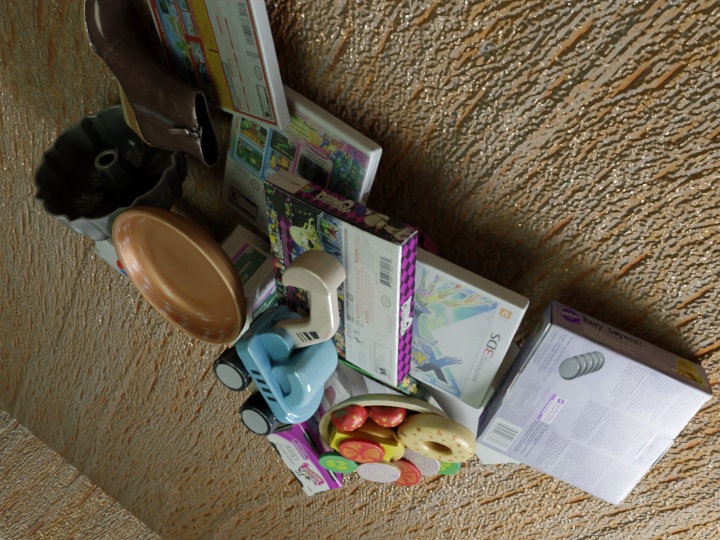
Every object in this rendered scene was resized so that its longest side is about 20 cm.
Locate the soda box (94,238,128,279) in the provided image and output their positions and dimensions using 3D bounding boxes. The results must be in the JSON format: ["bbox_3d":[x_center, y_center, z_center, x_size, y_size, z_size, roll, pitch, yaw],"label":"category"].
[{"bbox_3d":[-0.336,-0.004,1.153,0.199,0.068,0.064,38,143,0],"label":"soda box"}]

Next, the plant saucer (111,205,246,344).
[{"bbox_3d":[-0.212,0.003,0.848,0.198,0.038,0.202,25,140,22],"label":"plant saucer"}]

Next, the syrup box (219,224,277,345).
[{"bbox_3d":[-0.154,0.035,0.952,0.081,0.079,0.201,33,153,11],"label":"syrup box"}]

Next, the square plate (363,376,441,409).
[{"bbox_3d":[0.070,0.176,1.038,0.198,0.029,0.200,1,129,40],"label":"square plate"}]

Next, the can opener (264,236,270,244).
[{"bbox_3d":[-0.108,-0.032,0.939,0.079,0.064,0.199,46,142,-11],"label":"can opener"}]

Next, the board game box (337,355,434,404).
[{"bbox_3d":[0.032,0.136,0.907,0.104,0.024,0.200,25,171,22],"label":"board game box"}]

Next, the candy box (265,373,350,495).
[{"bbox_3d":[-0.072,0.206,1.044,0.060,0.201,0.137,-19,119,17],"label":"candy box"}]

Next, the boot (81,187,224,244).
[{"bbox_3d":[-0.297,-0.046,0.984,0.198,0.175,0.067,28,102,-8],"label":"boot"}]

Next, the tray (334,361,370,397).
[{"bbox_3d":[-0.034,0.120,1.021,0.107,0.022,0.201,42,159,47],"label":"tray"}]

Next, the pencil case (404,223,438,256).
[{"bbox_3d":[0.000,0.000,0.864,0.199,0.091,0.094,-19,119,45],"label":"pencil case"}]

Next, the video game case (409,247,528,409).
[{"bbox_3d":[0.068,0.055,0.785,0.198,0.022,0.184,26,137,14],"label":"video game case"}]

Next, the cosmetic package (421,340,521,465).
[{"bbox_3d":[0.156,0.147,0.888,0.107,0.085,0.201,-16,119,46],"label":"cosmetic package"}]

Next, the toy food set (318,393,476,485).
[{"bbox_3d":[0.042,0.225,0.915,0.197,0.049,0.199,13,141,-5],"label":"toy food set"}]

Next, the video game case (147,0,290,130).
[{"bbox_3d":[-0.158,-0.240,0.759,0.199,0.017,0.144,26,140,37],"label":"video game case"}]

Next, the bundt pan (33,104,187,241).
[{"bbox_3d":[-0.314,-0.122,0.920,0.200,0.203,0.076,18,153,24],"label":"bundt pan"}]

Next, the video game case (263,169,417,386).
[{"bbox_3d":[-0.023,0.010,0.763,0.180,0.036,0.202,26,137,29],"label":"video game case"}]

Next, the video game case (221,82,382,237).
[{"bbox_3d":[-0.076,-0.107,0.803,0.199,0.024,0.183,37,131,23],"label":"video game case"}]

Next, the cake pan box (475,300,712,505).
[{"bbox_3d":[0.246,0.153,0.774,0.182,0.052,0.202,23,123,3],"label":"cake pan box"}]

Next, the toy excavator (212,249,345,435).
[{"bbox_3d":[-0.069,0.079,0.777,0.198,0.100,0.196,-12,114,37],"label":"toy excavator"}]

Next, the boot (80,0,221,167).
[{"bbox_3d":[-0.231,-0.227,0.805,0.165,0.072,0.202,26,139,33],"label":"boot"}]
